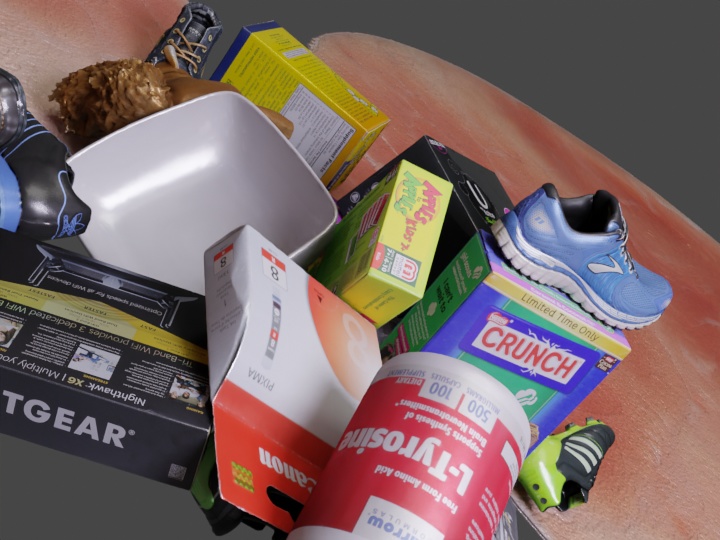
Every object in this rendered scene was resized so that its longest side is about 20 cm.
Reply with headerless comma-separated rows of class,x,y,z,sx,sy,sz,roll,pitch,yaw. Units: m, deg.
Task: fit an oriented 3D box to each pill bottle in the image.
pill bottle,0.021,0.157,0.637,0.112,0.112,0.201,36,54,-7

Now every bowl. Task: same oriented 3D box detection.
bowl,-0.140,-0.042,0.904,0.199,0.075,0.200,-28,61,-22

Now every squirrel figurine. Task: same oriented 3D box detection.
squirrel figurine,-0.198,-0.162,1.043,0.199,0.142,0.187,23,22,-38

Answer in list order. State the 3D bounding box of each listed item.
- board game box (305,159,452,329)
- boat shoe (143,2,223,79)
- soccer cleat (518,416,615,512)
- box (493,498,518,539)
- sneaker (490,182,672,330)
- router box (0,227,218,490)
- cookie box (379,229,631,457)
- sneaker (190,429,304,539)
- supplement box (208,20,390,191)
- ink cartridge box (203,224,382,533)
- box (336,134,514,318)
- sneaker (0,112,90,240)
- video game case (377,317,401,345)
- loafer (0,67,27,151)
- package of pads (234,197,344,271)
board game box,0.000,0.000,0.864,0.047,0.200,0.102,25,63,-14
boat shoe,-0.212,-0.250,1.226,0.071,0.091,0.201,30,25,-20
soccer cleat,0.217,0.204,1.095,0.199,0.067,0.081,-1,63,-55
box,0.074,0.199,0.818,0.159,0.048,0.200,61,16,-22
sneaker,0.213,-0.015,0.927,0.199,0.089,0.079,25,29,-31
router box,-0.186,0.053,0.708,0.199,0.052,0.157,19,26,-5
cookie box,0.116,0.087,0.967,0.170,0.200,0.075,28,26,-23
sneaker,-0.048,0.160,0.778,0.199,0.077,0.084,4,55,-45
supplement box,-0.080,-0.203,1.313,0.200,0.109,0.110,41,24,2
ink cartridge box,-0.036,0.086,0.716,0.162,0.050,0.201,41,25,-41
box,0.095,-0.033,1.132,0.200,0.124,0.149,12,47,-61
sneaker,-0.280,-0.095,0.847,0.078,0.070,0.201,3,43,-39
video game case,0.072,0.052,1.191,0.181,0.023,0.200,27,25,-26
loafer,-0.326,-0.114,0.756,0.199,0.073,0.072,2,10,29
package of pads,-0.070,-0.024,1.051,0.120,0.076,0.200,39,23,-9
